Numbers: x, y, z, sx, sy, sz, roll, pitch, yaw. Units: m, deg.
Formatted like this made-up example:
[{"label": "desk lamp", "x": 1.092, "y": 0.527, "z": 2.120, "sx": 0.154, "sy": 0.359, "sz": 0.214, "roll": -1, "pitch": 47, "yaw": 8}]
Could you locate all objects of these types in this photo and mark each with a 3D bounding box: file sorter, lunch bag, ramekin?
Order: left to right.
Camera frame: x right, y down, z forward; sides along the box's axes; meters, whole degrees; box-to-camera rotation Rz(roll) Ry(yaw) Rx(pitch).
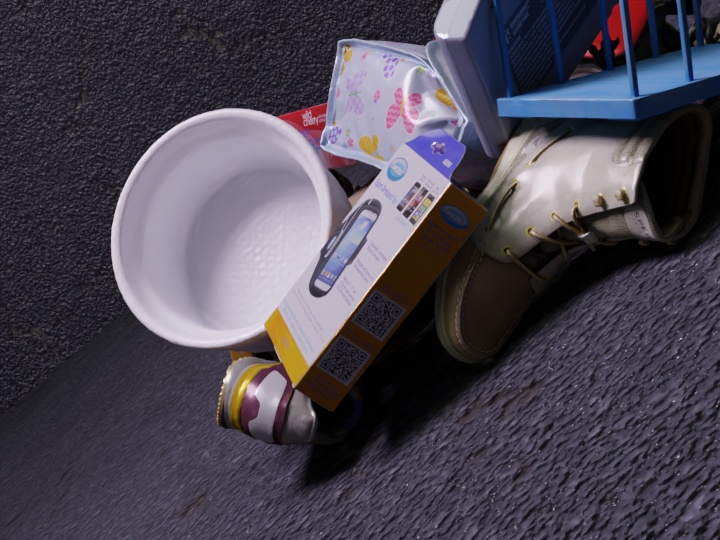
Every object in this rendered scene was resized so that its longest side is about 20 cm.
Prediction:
[{"label": "ramekin", "x": -0.098, "y": -0.026, "z": 1.027, "sx": 0.200, "sy": 0.201, "sz": 0.098, "roll": -40, "pitch": -23, "yaw": 9}, {"label": "lunch bag", "x": 0.092, "y": -0.130, "z": 1.042, "sx": 0.200, "sy": 0.169, "sz": 0.128, "roll": 29, "pitch": 111, "yaw": 53}, {"label": "file sorter", "x": 0.202, "y": -0.181, "z": 0.819, "sx": 0.200, "sy": 0.123, "sz": 0.139, "roll": -18, "pitch": 15, "yaw": -27}]

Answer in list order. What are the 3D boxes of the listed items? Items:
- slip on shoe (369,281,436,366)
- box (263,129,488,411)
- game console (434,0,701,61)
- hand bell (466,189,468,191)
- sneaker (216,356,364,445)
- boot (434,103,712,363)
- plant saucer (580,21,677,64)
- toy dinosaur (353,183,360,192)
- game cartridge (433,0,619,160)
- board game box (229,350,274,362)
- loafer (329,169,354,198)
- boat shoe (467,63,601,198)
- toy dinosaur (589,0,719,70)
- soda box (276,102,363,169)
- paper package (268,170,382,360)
[{"label": "slip on shoe", "x": 0.059, "y": 0.011, "z": 0.981, "sx": 0.200, "sy": 0.076, "sz": 0.061, "roll": -27, "pitch": 46, "yaw": -25}, {"label": "box", "x": 0.013, "y": -0.008, "z": 0.874, "sx": 0.200, "sy": 0.041, "sz": 0.119, "roll": -50, "pitch": 24, "yaw": 6}, {"label": "game console", "x": 0.199, "y": -0.233, "z": 1.163, "sx": 0.200, "sy": 0.172, "sz": 0.119, "roll": 9, "pitch": 85, "yaw": 32}, {"label": "hand bell", "x": 0.064, "y": -0.156, "z": 1.288, "sx": 0.104, "sy": 0.200, "sz": 0.104, "roll": -40, "pitch": 11, "yaw": 9}, {"label": "sneaker", "x": -0.029, "y": 0.099, "z": 0.964, "sx": 0.200, "sy": 0.090, "sz": 0.075, "roll": -19, "pitch": -56, "yaw": -62}, {"label": "boot", "x": 0.139, "y": -0.024, "z": 0.811, "sx": 0.155, "sy": 0.072, "sz": 0.200, "roll": 9, "pitch": 68, "yaw": 57}, {"label": "plant saucer", "x": 0.220, "y": -0.217, "z": 1.236, "sx": 0.199, "sy": 0.031, "sz": 0.200, "roll": -20, "pitch": 27, "yaw": 11}, {"label": "toy dinosaur", "x": -0.055, "y": -0.002, "z": 1.313, "sx": 0.200, "sy": 0.088, "sz": 0.047, "roll": -37, "pitch": 22, "yaw": -21}, {"label": "game cartridge", "x": 0.126, "y": -0.196, "z": 0.898, "sx": 0.041, "sy": 0.133, "sz": 0.200, "roll": 8, "pitch": 52, "yaw": 42}, {"label": "board game box", "x": -0.113, "y": 0.044, "z": 1.167, "sx": 0.030, "sy": 0.201, "sz": 0.096, "roll": -11, "pitch": 12, "yaw": 5}, {"label": "loafer", "x": -0.091, "y": -0.052, "z": 1.244, "sx": 0.200, "sy": 0.073, "sz": 0.071, "roll": -33, "pitch": -38, "yaw": -21}, {"label": "boat shoe", "x": 0.166, "y": -0.123, "z": 1.141, "sx": 0.060, "sy": 0.072, "sz": 0.200, "roll": -48, "pitch": 8, "yaw": -34}, {"label": "toy dinosaur", "x": 0.236, "y": -0.161, "z": 0.970, "sx": 0.200, "sy": 0.088, "sz": 0.047, "roll": -42, "pitch": 21, "yaw": -10}, {"label": "soda box", "x": -0.028, "y": -0.135, "z": 1.215, "sx": 0.070, "sy": 0.064, "sz": 0.200, "roll": -18, "pitch": 9, "yaw": -27}, {"label": "paper package", "x": 0.000, "y": 0.000, "z": 1.146, "sx": 0.200, "sy": 0.104, "sz": 0.191, "roll": -39, "pitch": 10, "yaw": 10}]
